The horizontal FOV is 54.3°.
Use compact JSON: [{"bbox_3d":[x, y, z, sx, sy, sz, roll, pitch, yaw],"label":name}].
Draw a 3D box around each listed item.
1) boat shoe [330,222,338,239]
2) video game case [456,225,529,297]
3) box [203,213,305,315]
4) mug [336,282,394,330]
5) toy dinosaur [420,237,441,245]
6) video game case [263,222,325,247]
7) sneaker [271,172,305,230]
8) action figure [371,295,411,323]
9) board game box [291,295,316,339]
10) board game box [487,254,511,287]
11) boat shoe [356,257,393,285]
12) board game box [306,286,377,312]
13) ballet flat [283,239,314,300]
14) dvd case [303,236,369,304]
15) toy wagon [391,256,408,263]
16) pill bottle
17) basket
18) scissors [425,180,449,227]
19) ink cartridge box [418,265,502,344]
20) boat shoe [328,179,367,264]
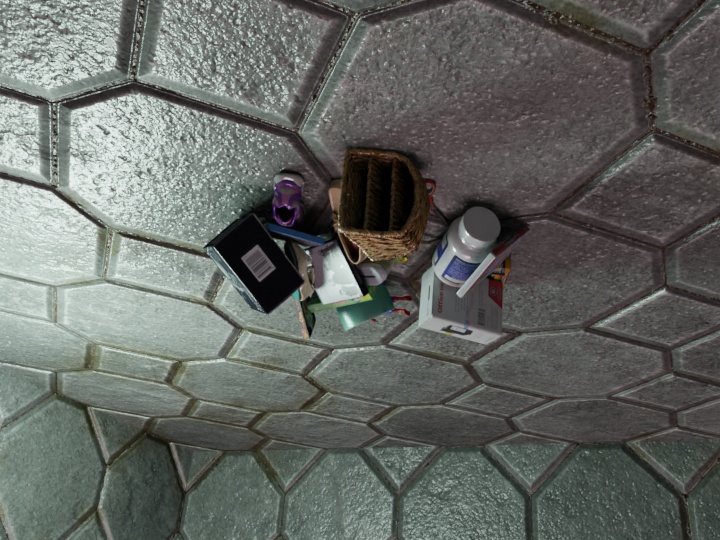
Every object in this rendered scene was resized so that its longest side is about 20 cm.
[{"bbox_3d":[-0.034,-0.051,1.759,0.071,0.061,0.203,0,152,11],"label":"boat shoe"},{"bbox_3d":[0.306,-0.022,1.613,0.017,0.199,0.144,44,130,12],"label":"video game case"},{"bbox_3d":[-0.252,-0.015,1.645,0.201,0.124,0.196,53,167,-12],"label":"box"},{"bbox_3d":[-0.006,0.087,1.927,0.184,0.116,0.151,-26,176,37],"label":"mug"},{"bbox_3d":[0.095,-0.080,1.703,0.197,0.048,0.088,18,143,-30],"label":"toy dinosaur"},{"bbox_3d":[-0.178,-0.083,1.685,0.141,0.018,0.200,15,175,-19],"label":"video game case"},{"bbox_3d":[-0.168,-0.134,1.598,0.079,0.090,0.201,4,154,-2],"label":"sneaker"},{"bbox_3d":[0.070,0.109,2.031,0.197,0.067,0.099,-1,162,36],"label":"action figure"},{"bbox_3d":[-0.157,0.068,1.853,0.023,0.105,0.203,-8,112,13],"label":"board game box"},{"bbox_3d":[0.294,0.014,1.831,0.162,0.058,0.201,3,152,3],"label":"board game box"},{"bbox_3d":[0.000,0.000,1.703,0.198,0.062,0.073,5,122,46],"label":"boat shoe"},{"bbox_3d":[-0.039,0.038,1.851,0.197,0.136,0.029,-13,128,32],"label":"board game box"},{"bbox_3d":[-0.147,-0.009,1.721,0.062,0.068,0.202,-27,143,-21],"label":"ballet flat"},{"bbox_3d":[-0.071,0.004,1.714,0.199,0.025,0.152,-13,106,57],"label":"dvd case"},{"bbox_3d":[0.059,-0.089,1.623,0.153,0.040,0.202,-3,128,33],"label":"toy wagon"},{"bbox_3d":[0.248,-0.057,1.634,0.117,0.122,0.201,9,152,-8],"label":"pill bottle"},{"bbox_3d":[0.051,-0.143,1.416,0.141,0.203,0.149,-10,149,29],"label":"basket"},{"bbox_3d":[0.152,-0.149,1.597,0.072,0.014,0.200,-7,151,16],"label":"scissors"},{"bbox_3d":[0.251,0.084,1.755,0.197,0.148,0.083,16,153,-16],"label":"ink cartridge box"},{"bbox_3d":[-0.025,-0.105,1.573,0.073,0.069,0.202,-2,125,37],"label":"boat shoe"}]
